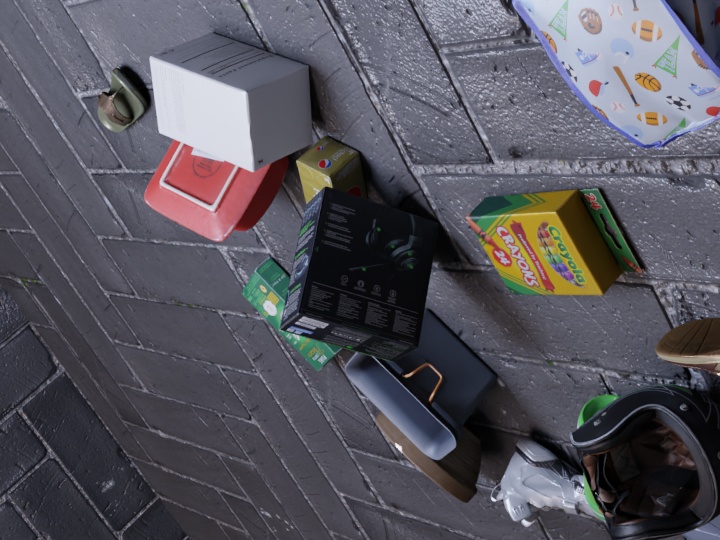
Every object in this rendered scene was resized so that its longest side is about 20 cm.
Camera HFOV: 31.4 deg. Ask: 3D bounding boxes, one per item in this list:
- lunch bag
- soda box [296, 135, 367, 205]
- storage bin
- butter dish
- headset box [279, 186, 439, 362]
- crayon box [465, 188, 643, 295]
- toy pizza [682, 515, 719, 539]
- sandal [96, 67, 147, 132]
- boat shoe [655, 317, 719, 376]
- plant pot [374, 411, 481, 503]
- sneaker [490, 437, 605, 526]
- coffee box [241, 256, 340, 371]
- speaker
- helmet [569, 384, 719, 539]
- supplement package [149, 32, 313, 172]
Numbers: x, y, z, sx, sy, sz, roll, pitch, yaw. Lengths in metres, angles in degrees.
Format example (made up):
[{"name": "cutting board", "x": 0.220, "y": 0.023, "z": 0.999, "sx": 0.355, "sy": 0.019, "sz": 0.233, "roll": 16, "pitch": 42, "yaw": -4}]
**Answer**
[{"name": "lunch bag", "x": 0.268, "y": -0.220, "z": 1.170, "sx": 0.200, "sy": 0.124, "sz": 0.170, "roll": 56, "pitch": 152, "yaw": -3}, {"name": "soda box", "x": -0.033, "y": -0.093, "z": 1.841, "sx": 0.068, "sy": 0.064, "sz": 0.200, "roll": 29, "pitch": 148, "yaw": 31}, {"name": "storage bin", "x": 0.101, "y": 0.156, "z": 1.912, "sx": 0.200, "sy": 0.134, "sz": 0.146, "roll": 43, "pitch": 153, "yaw": 4}, {"name": "butter dish", "x": -0.188, "y": -0.138, "z": 1.915, "sx": 0.200, "sy": 0.200, "sz": 0.148, "roll": 26, "pitch": 176, "yaw": 38}, {"name": "headset box", "x": 0.000, "y": 0.000, "z": 1.732, "sx": 0.174, "sy": 0.200, "sz": 0.093, "roll": 16, "pitch": 159, "yaw": -16}, {"name": "crayon box", "x": 0.232, "y": -0.033, "z": 1.555, "sx": 0.200, "sy": 0.051, "sz": 0.127, "roll": -3, "pitch": 125, "yaw": 56}, {"name": "toy pizza", "x": 0.494, "y": 0.339, "z": 1.665, "sx": 0.200, "sy": 0.032, "sz": 0.200, "roll": 22, "pitch": 160, "yaw": 8}, {"name": "sandal", "x": -0.409, "y": -0.272, "z": 2.147, "sx": 0.080, "sy": 0.057, "sz": 0.201, "roll": 47, "pitch": 153, "yaw": -1}, {"name": "boat shoe", "x": 0.425, "y": 0.101, "z": 1.444, "sx": 0.200, "sy": 0.072, "sz": 0.072, "roll": -4, "pitch": 124, "yaw": 49}, {"name": "plant pot", "x": 0.125, "y": 0.269, "z": 2.038, "sx": 0.201, "sy": 0.093, "sz": 0.201, "roll": 40, "pitch": -178, "yaw": -2}, {"name": "sneaker", "x": 0.291, "y": 0.345, "z": 1.902, "sx": 0.200, "sy": 0.115, "sz": 0.075, "roll": 34, "pitch": 177, "yaw": 29}, {"name": "coffee box", "x": -0.114, "y": 0.078, "z": 2.216, "sx": 0.200, "sy": 0.044, "sz": 0.123, "roll": 45, "pitch": 154, "yaw": 4}, {"name": "speaker", "x": 0.345, "y": 0.260, "z": 1.758, "sx": 0.088, "sy": 0.088, "sz": 0.200, "roll": 26, "pitch": 147, "yaw": 34}, {"name": "helmet", "x": 0.370, "y": 0.231, "z": 1.566, "sx": 0.200, "sy": 0.191, "sz": 0.200, "roll": -23, "pitch": -90, "yaw": -83}, {"name": "supplement package", "x": -0.177, "y": -0.235, "z": 1.769, "sx": 0.200, "sy": 0.120, "sz": 0.121, "roll": 25, "pitch": 131, "yaw": 36}]
